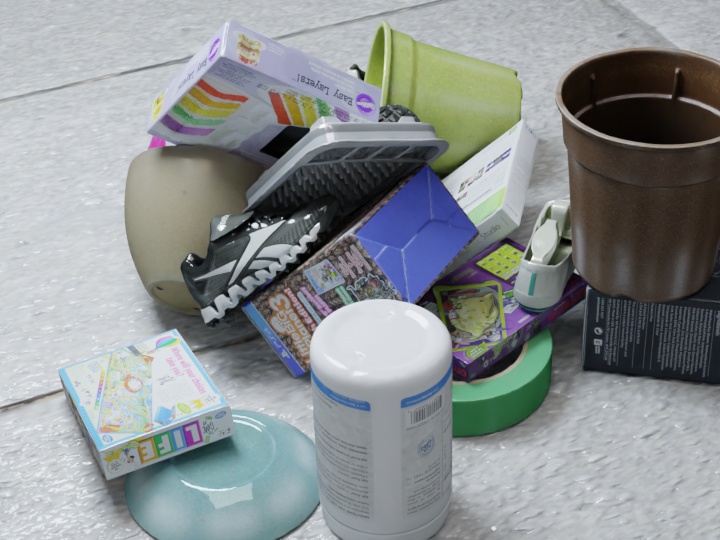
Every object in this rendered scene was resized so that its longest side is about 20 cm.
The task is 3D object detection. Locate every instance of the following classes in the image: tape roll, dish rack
[{"bbox_3d":[0.102,0.091,1.666,0.197,0.049,0.201,-1,34,1],"label":"tape roll"},{"bbox_3d":[-0.022,-0.109,1.651,0.170,0.200,0.044,-5,70,-34],"label":"dish rack"}]

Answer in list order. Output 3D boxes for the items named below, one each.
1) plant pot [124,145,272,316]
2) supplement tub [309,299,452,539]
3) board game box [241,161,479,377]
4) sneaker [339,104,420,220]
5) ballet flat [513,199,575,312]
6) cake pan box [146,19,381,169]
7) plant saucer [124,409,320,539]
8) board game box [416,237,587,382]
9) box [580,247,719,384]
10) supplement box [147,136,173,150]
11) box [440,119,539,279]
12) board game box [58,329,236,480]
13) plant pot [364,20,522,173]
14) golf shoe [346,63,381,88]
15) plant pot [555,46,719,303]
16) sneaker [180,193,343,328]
[{"bbox_3d":[-0.176,-0.029,1.755,0.197,0.201,0.136,6,65,12],"label":"plant pot"},{"bbox_3d":[0.021,0.141,1.462,0.130,0.202,0.133,-1,34,0],"label":"supplement tub"},{"bbox_3d":[0.000,0.000,1.662,0.199,0.097,0.159,-32,9,44],"label":"board game box"},{"bbox_3d":[-0.002,-0.105,1.864,0.075,0.088,0.201,34,76,10],"label":"sneaker"},{"bbox_3d":[0.210,-0.035,1.697,0.069,0.070,0.201,10,36,17],"label":"ballet flat"},{"bbox_3d":[-0.100,-0.167,1.672,0.198,0.184,0.053,21,60,-27],"label":"cake pan box"},{"bbox_3d":[-0.133,0.190,1.543,0.198,0.039,0.202,-2,35,1],"label":"plant saucer"},{"bbox_3d":[0.135,0.038,1.675,0.199,0.033,0.119,-30,41,-35],"label":"board game box"},{"bbox_3d":[0.343,0.030,1.689,0.197,0.108,0.149,6,35,13],"label":"box"},{"bbox_3d":[-0.147,-0.124,1.874,0.198,0.103,0.102,12,75,28],"label":"supplement box"},{"bbox_3d":[0.135,-0.078,1.845,0.144,0.036,0.201,-36,18,32],"label":"box"},{"bbox_3d":[-0.218,0.130,1.590,0.133,0.035,0.200,-19,25,-15],"label":"board game box"},{"bbox_3d":[0.100,-0.198,1.980,0.181,0.202,0.201,7,34,-8],"label":"plant pot"},{"bbox_3d":[0.071,-0.231,2.089,0.197,0.098,0.079,-2,32,-4],"label":"golf shoe"},{"bbox_3d":[0.290,-0.089,1.596,0.197,0.200,0.201,-1,34,1],"label":"plant pot"},{"bbox_3d":[-0.110,-0.030,1.636,0.199,0.091,0.067,-37,6,21],"label":"sneaker"}]
